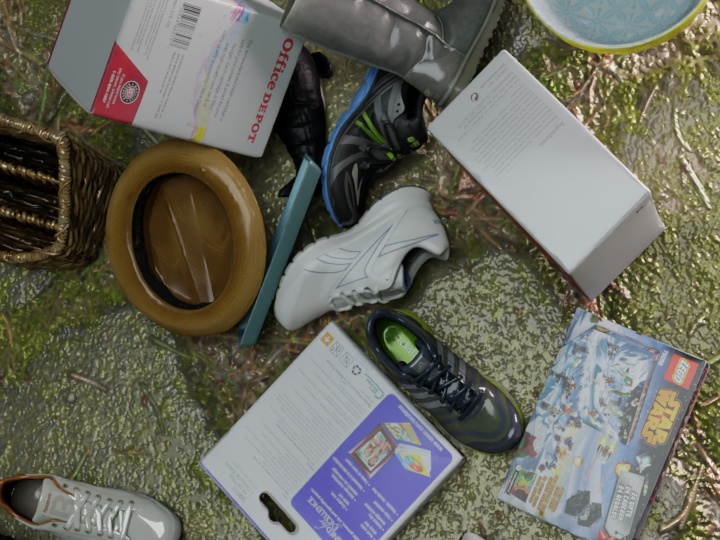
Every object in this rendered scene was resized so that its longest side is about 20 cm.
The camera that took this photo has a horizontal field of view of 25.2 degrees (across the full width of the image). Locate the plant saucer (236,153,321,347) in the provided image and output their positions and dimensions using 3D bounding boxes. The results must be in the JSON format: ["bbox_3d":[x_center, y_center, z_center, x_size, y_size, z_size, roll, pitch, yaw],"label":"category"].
[{"bbox_3d":[-0.082,-0.019,1.635,0.019,0.070,0.202,21,97,-9],"label":"plant saucer"}]

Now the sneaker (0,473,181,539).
[{"bbox_3d":[-0.284,0.253,1.649,0.198,0.085,0.074,9,80,16],"label":"sneaker"}]

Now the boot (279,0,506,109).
[{"bbox_3d":[0.038,-0.269,1.604,0.198,0.073,0.183,27,65,-4],"label":"boot"}]

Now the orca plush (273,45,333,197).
[{"bbox_3d":[-0.085,-0.177,1.677,0.104,0.071,0.203,-5,78,16],"label":"orca plush"}]

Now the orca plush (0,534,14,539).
[{"bbox_3d":[-0.344,0.313,1.672,0.199,0.071,0.106,25,131,24],"label":"orca plush"}]

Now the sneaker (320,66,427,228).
[{"bbox_3d":[0.022,-0.136,1.637,0.082,0.071,0.201,24,84,25],"label":"sneaker"}]

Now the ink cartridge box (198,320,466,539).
[{"bbox_3d":[-0.029,0.189,1.605,0.200,0.043,0.198,-46,71,2],"label":"ink cartridge box"}]

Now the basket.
[{"bbox_3d":[-0.380,-0.085,1.707,0.198,0.149,0.144,17,85,18],"label":"basket"}]

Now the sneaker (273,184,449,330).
[{"bbox_3d":[0.000,0.000,1.611,0.199,0.074,0.088,-37,62,8],"label":"sneaker"}]

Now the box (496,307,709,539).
[{"bbox_3d":[0.231,0.154,1.536,0.136,0.040,0.202,23,87,20],"label":"box"}]

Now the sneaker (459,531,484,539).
[{"bbox_3d":[0.184,0.296,1.515,0.199,0.075,0.087,33,80,14],"label":"sneaker"}]

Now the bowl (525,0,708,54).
[{"bbox_3d":[0.258,-0.295,1.577,0.198,0.108,0.203,-3,78,16],"label":"bowl"}]

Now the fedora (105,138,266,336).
[{"bbox_3d":[-0.167,-0.035,1.657,0.198,0.082,0.203,4,99,24],"label":"fedora"}]

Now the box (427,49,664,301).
[{"bbox_3d":[0.179,-0.088,1.538,0.106,0.152,0.200,-44,71,4],"label":"box"}]

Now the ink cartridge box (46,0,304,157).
[{"bbox_3d":[-0.183,-0.221,1.614,0.145,0.198,0.147,42,113,52],"label":"ink cartridge box"}]

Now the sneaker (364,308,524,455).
[{"bbox_3d":[0.074,0.108,1.569,0.199,0.081,0.074,38,93,20],"label":"sneaker"}]
